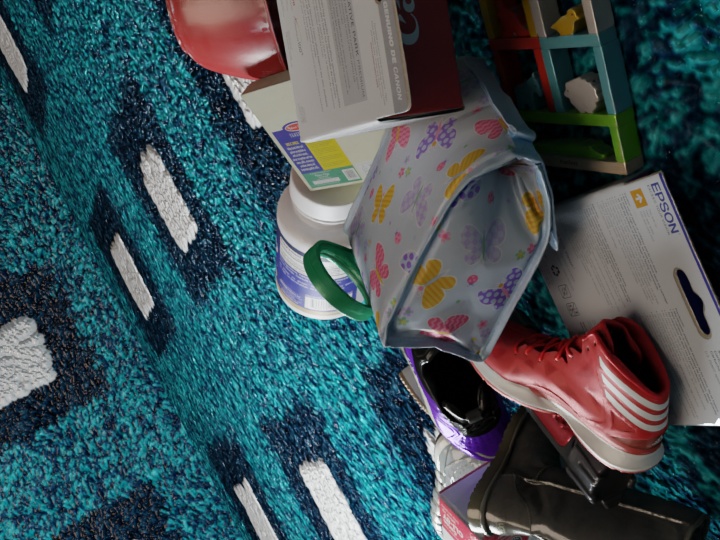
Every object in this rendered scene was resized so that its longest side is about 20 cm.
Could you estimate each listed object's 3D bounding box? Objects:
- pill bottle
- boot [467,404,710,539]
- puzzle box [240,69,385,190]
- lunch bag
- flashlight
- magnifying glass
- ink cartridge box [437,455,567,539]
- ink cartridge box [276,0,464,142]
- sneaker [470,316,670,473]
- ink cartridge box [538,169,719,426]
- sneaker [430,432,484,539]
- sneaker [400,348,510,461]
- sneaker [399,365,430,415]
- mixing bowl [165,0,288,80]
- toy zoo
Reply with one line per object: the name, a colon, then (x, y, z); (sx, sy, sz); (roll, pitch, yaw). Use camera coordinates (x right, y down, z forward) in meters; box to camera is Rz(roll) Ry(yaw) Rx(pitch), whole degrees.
pill bottle: (-0.039, -0.045, 1.172); (0.120, 0.119, 0.201); (50, 153, 27)
boot: (0.218, 0.202, 0.923); (0.198, 0.182, 0.073); (3, 133, 36)
puzzle box: (-0.012, -0.145, 0.975); (0.199, 0.026, 0.133); (-5, 133, 43)
lunch bag: (0.082, -0.054, 0.831); (0.170, 0.126, 0.201); (-111, 37, -52)
flashlight: (0.176, 0.118, 0.917); (0.068, 0.067, 0.200); (-54, 40, 16)
magnifying glass: (0.000, 0.000, 0.918); (0.080, 0.022, 0.200); (48, -160, 4)
ink cartridge box: (0.167, 0.291, 1.064); (0.083, 0.144, 0.201); (37, 146, 46)
ink cartridge box: (0.009, -0.210, 0.762); (0.175, 0.083, 0.202); (2, 103, 61)
sneaker: (0.173, 0.064, 0.822); (0.199, 0.078, 0.116); (32, 135, 33)
ink cartridge box: (0.225, 0.026, 0.789); (0.198, 0.043, 0.200); (66, 157, -2)
sneaker: (0.143, 0.285, 1.204); (0.115, 0.075, 0.202); (34, 143, 44)
sneaker: (0.097, 0.125, 0.958); (0.201, 0.069, 0.100); (58, 179, -27)
sneaker: (0.114, 0.108, 1.097); (0.070, 0.108, 0.200); (52, -175, 17)
mixing bowl: (-0.136, -0.280, 1.026); (0.200, 0.107, 0.202); (-10, -90, -85)
toy zoo: (0.145, -0.174, 0.770); (0.131, 0.020, 0.202); (18, 131, 59)
